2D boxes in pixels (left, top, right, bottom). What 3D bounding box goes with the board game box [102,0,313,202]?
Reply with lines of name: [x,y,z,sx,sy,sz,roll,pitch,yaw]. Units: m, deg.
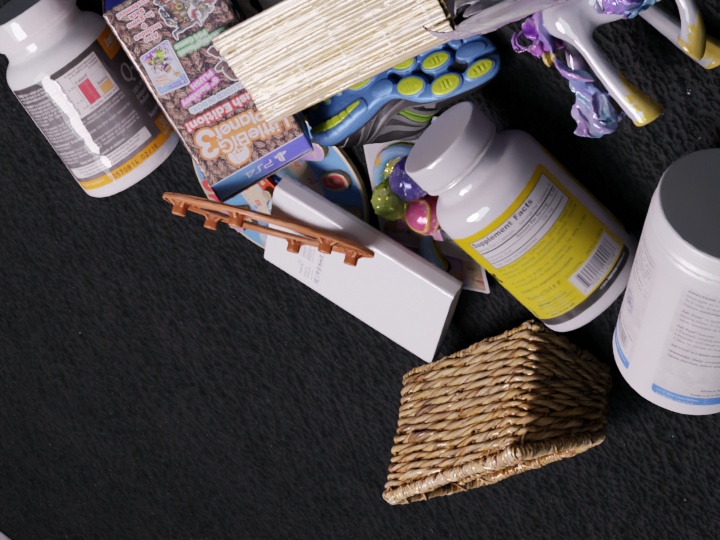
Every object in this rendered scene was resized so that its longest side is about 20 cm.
board game box: [-0.137,-0.190,1.681,0.096,0.160,0.201,-29,114,5]

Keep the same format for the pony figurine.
pony figurine: [0.164,-0.201,1.451,0.192,0.167,0.200,-30,106,19]

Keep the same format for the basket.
basket: [0.137,0.163,1.805,0.142,0.150,0.200,32,142,-29]

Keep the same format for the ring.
ring: [-0.084,-0.035,1.717,0.199,0.019,0.200,16,176,1]

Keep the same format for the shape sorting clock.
shape sorting clock: [-0.081,-0.085,1.863,0.199,0.039,0.201,24,142,21]

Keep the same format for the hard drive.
hard drive: [0.000,0.000,1.828,0.199,0.027,0.132,32,150,11]

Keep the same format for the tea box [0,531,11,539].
tea box: [-0.634,0.476,2.823,0.133,0.197,0.200,36,145,6]

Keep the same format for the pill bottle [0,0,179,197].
pill bottle: [-0.275,-0.181,1.867,0.116,0.116,0.200,-8,124,46]

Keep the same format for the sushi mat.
sushi mat: [-0.021,-0.192,1.557,0.199,0.012,0.096,-23,116,30]

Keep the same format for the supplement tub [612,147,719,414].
supplement tub: [0.286,0.013,1.561,0.131,0.132,0.201,28,143,16]

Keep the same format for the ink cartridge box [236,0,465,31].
ink cartridge box: [-0.016,-0.252,1.601,0.199,0.067,0.116,-2,128,42]

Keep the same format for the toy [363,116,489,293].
toy: [0.050,-0.056,1.769,0.115,0.047,0.201,13,137,30]

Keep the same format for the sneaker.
sneaker: [0.043,-0.159,1.656,0.199,0.082,0.071,-23,71,37]

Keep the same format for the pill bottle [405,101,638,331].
pill bottle: [0.135,-0.049,1.623,0.200,0.112,0.111,42,145,-19]
